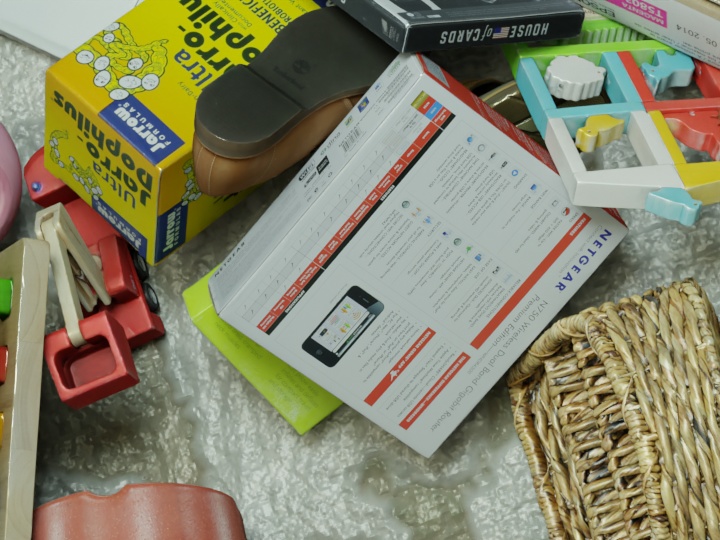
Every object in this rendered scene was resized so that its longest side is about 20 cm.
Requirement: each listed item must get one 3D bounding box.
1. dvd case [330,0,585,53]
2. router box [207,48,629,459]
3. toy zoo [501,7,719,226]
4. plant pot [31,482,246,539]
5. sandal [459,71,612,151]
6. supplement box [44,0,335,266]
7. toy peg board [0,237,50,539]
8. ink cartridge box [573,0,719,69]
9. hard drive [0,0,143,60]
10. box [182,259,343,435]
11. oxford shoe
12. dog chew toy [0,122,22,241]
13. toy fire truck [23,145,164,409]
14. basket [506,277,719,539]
[{"bbox_3d":[0.026,-0.197,1.617,0.200,0.150,0.025,40,127,40],"label":"dvd case"},{"bbox_3d":[0.035,-0.008,1.576,0.200,0.179,0.049,-49,25,12],"label":"router box"},{"bbox_3d":[0.173,-0.097,1.580,0.130,0.021,0.201,-5,44,-16],"label":"toy zoo"},{"bbox_3d":[-0.137,0.248,1.587,0.199,0.201,0.196,-13,66,12],"label":"plant pot"},{"bbox_3d":[0.066,-0.090,1.665,0.199,0.080,0.054,-24,51,13],"label":"sandal"},{"bbox_3d":[-0.097,-0.118,1.646,0.109,0.110,0.200,40,61,19],"label":"supplement box"},{"bbox_3d":[-0.280,0.089,1.638,0.097,0.200,0.201,7,77,-22],"label":"toy peg board"},{"bbox_3d":[0.224,-0.226,1.621,0.199,0.075,0.165,28,69,19],"label":"ink cartridge box"},{"bbox_3d":[-0.216,-0.223,1.789,0.199,0.027,0.133,25,85,19],"label":"hard drive"},{"bbox_3d":[0.000,0.000,1.628,0.200,0.122,0.048,-39,28,8],"label":"box"},{"bbox_3d":[-0.033,-0.108,1.576,0.200,0.071,0.071,-31,63,-35],"label":"oxford shoe"},{"bbox_3d":[-0.318,-0.074,1.729,0.200,0.124,0.125,26,85,46],"label":"dog chew toy"},{"bbox_3d":[-0.183,-0.003,1.670,0.048,0.141,0.201,-23,73,9],"label":"toy fire truck"},{"bbox_3d":[0.167,0.122,1.546,0.148,0.143,0.201,-17,74,10],"label":"basket"}]
